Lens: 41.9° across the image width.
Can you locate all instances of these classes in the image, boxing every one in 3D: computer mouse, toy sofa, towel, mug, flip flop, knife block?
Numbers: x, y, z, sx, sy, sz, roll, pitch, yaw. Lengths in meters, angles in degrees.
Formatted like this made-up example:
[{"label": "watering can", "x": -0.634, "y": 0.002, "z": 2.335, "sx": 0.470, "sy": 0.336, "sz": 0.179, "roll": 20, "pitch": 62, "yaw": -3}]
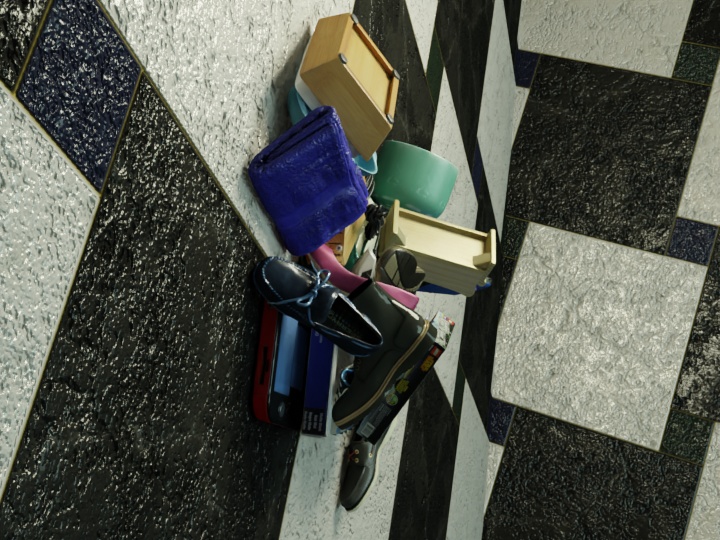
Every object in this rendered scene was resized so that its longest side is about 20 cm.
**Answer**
[{"label": "computer mouse", "x": 0.000, "y": 0.000, "z": 1.471, "sx": 0.110, "sy": 0.043, "sz": 0.203, "roll": 106, "pitch": -4, "yaw": -81}, {"label": "toy sofa", "x": 0.128, "y": -0.037, "z": 1.614, "sx": 0.098, "sy": 0.197, "sz": 0.084, "roll": 117, "pitch": -15, "yaw": -47}, {"label": "towel", "x": -0.062, "y": -0.113, "z": 1.274, "sx": 0.147, "sy": 0.050, "sz": 0.201, "roll": -40, "pitch": 146, "yaw": -10}, {"label": "mug", "x": 0.095, "y": -0.153, "z": 1.744, "sx": 0.185, "sy": 0.150, "sz": 0.116, "roll": 37, "pitch": 73, "yaw": -75}, {"label": "flip flop", "x": 0.055, "y": 0.003, "z": 1.496, "sx": 0.082, "sy": 0.057, "sz": 0.200, "roll": -53, "pitch": 162, "yaw": 3}, {"label": "knife block", "x": -0.024, "y": -0.100, "z": 1.500, "sx": 0.175, "sy": 0.063, "sz": 0.204, "roll": 23, "pitch": 70, "yaw": -71}]

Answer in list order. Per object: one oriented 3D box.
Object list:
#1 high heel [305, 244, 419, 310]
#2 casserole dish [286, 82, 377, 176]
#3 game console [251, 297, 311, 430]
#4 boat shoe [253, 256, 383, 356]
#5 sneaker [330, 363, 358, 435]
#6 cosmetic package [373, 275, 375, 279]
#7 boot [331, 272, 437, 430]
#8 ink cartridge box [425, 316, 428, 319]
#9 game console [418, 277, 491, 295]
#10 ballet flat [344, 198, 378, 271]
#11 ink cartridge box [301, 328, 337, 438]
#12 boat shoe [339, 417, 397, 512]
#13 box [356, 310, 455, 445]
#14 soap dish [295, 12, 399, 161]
[{"label": "high heel", "x": -0.004, "y": 0.002, "z": 1.389, "sx": 0.201, "sy": 0.096, "sz": 0.067, "roll": 51, "pitch": -6, "yaw": 2}, {"label": "casserole dish", "x": -0.044, "y": -0.199, "z": 1.360, "sx": 0.199, "sy": 0.038, "sz": 0.123, "roll": 21, "pitch": 47, "yaw": -55}, {"label": "game console", "x": -0.102, "y": 0.118, "z": 1.328, "sx": 0.177, "sy": 0.031, "sz": 0.204, "roll": 42, "pitch": 53, "yaw": -69}, {"label": "boat shoe", "x": -0.047, "y": 0.040, "z": 1.248, "sx": 0.068, "sy": 0.198, "sz": 0.085, "roll": -16, "pitch": -133, "yaw": 63}, {"label": "sneaker", "x": -0.014, "y": 0.189, "z": 1.478, "sx": 0.201, "sy": 0.072, "sz": 0.073, "roll": -53, "pitch": -157, "yaw": 41}, {"label": "cosmetic package", "x": 0.028, "y": 0.047, "z": 1.633, "sx": 0.200, "sy": 0.100, "sz": 0.073, "roll": -43, "pitch": 133, "yaw": -66}, {"label": "boot", "x": -0.005, "y": 0.114, "z": 1.349, "sx": 0.200, "sy": 0.138, "sz": 0.077, "roll": -49, "pitch": -165, "yaw": 1}, {"label": "ink cartridge box", "x": 0.041, "y": 0.158, "z": 1.590, "sx": 0.120, "sy": 0.042, "sz": 0.201, "roll": -51, "pitch": 177, "yaw": -42}, {"label": "game console", "x": 0.138, "y": -0.026, "z": 1.754, "sx": 0.200, "sy": 0.168, "sz": 0.121, "roll": 157, "pitch": -61, "yaw": -75}, {"label": "ballet flat", "x": 0.005, "y": -0.068, "z": 1.589, "sx": 0.068, "sy": 0.069, "sz": 0.202, "roll": 64, "pitch": 31, "yaw": -47}, {"label": "ink cartridge box", "x": -0.057, "y": 0.142, "z": 1.380, "sx": 0.200, "sy": 0.040, "sz": 0.203, "roll": 95, "pitch": 0, "yaw": -81}, {"label": "boat shoe", "x": 0.002, "y": 0.324, "z": 1.658, "sx": 0.063, "sy": 0.073, "sz": 0.204, "roll": 37, "pitch": 60, "yaw": -26}, {"label": "box", "x": 0.074, "y": 0.169, "z": 1.499, "sx": 0.201, "sy": 0.040, "sz": 0.137, "roll": -55, "pitch": 179, "yaw": 18}, {"label": "soap dish", "x": -0.013, "y": -0.272, "z": 1.354, "sx": 0.158, "sy": 0.081, "sz": 0.201, "roll": 49, "pitch": 27, "yaw": -25}]
